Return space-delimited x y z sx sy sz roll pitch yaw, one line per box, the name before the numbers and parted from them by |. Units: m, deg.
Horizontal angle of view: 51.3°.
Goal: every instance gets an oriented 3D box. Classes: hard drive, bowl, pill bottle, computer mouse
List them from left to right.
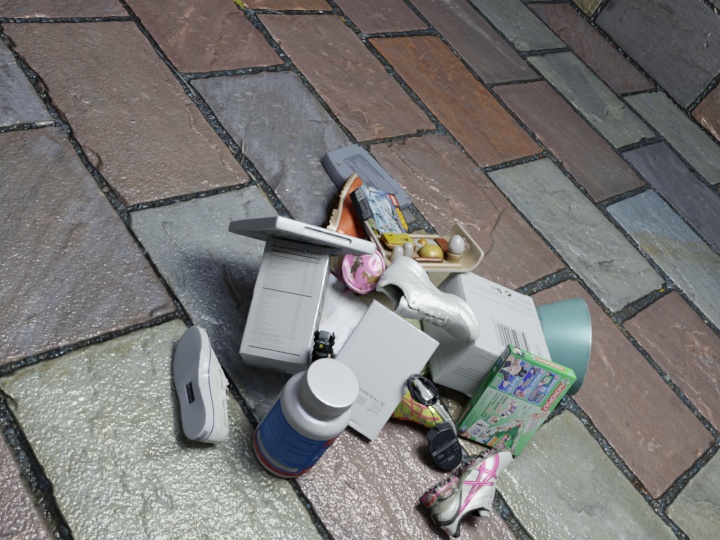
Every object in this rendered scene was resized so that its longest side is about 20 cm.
pill bottle | -0.080 0.221 1.132 0.112 0.200 0.112 17 45 -18
hard drive | 0.023 0.168 1.268 0.132 0.200 0.027 34 4 -1
computer mouse | 0.123 0.259 1.283 0.059 0.034 0.200 -27 109 -14
bowl | 0.385 0.149 1.523 0.105 0.201 0.201 6 46 -1

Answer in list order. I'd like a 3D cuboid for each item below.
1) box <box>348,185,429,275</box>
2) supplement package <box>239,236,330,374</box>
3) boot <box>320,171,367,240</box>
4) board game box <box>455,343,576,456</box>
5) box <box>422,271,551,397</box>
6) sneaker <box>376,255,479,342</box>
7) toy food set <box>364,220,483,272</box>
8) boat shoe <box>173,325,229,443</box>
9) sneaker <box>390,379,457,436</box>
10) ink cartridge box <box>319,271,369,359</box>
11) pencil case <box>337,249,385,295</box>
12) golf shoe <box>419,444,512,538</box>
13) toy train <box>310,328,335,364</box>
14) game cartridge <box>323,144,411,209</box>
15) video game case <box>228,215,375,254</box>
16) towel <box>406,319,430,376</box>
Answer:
box | 0.060 -0.073 1.551 0.137 0.040 0.200 6 58 -56
supplement package | -0.120 0.062 1.247 0.114 0.110 0.200 11 72 1
boot | -0.015 -0.118 1.587 0.107 0.075 0.200 26 52 -13
board game box | 0.274 0.236 1.343 0.134 0.200 0.029 22 26 -14
box | 0.237 0.129 1.430 0.199 0.131 0.200 22 39 -26
sneaker | 0.112 0.067 1.291 0.200 0.075 0.100 39 52 9
toy food set | 0.116 -0.057 1.421 0.200 0.061 0.144 1 28 -17
boat shoe | -0.243 0.180 1.179 0.070 0.071 0.200 33 29 -45
sneaker | 0.092 0.239 1.330 0.200 0.090 0.078 47 1 -9
ink cartridge box | -0.067 0.078 1.350 0.200 0.067 0.116 43 62 9
pencil case | 0.000 0.000 1.399 0.087 0.083 0.200 45 -3 -3
golf shoe | 0.193 0.371 1.268 0.200 0.073 0.092 -27 75 -34
toy train | -0.061 0.140 1.169 0.034 0.200 0.046 12 68 1
game cartridge | 0.010 -0.201 1.705 0.200 0.040 0.133 48 40 15
video game case | -0.102 -0.055 1.253 0.182 0.200 0.024 14 84 -31
towel | 0.095 0.138 1.443 0.148 0.037 0.200 48 44 16
